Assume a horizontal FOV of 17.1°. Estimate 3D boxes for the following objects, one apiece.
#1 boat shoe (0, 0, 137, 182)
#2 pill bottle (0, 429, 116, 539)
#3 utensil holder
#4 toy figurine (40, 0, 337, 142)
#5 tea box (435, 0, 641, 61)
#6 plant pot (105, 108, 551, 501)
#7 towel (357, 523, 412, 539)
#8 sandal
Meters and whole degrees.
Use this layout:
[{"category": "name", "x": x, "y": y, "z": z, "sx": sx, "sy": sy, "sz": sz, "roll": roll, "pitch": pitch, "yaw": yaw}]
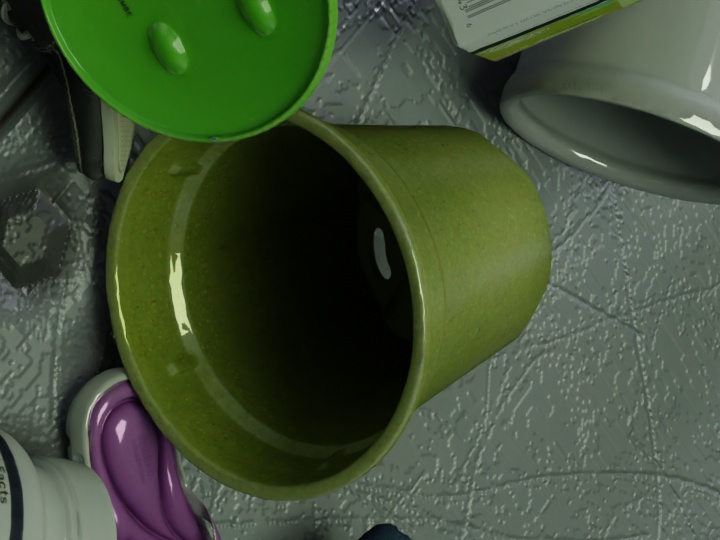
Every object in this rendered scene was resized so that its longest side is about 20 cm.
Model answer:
[{"category": "boat shoe", "x": -0.148, "y": -0.141, "z": 1.191, "sx": 0.072, "sy": 0.067, "sz": 0.201, "roll": -68, "pitch": 152, "yaw": -68}, {"category": "pill bottle", "x": -0.220, "y": 0.122, "z": 1.122, "sx": 0.199, "sy": 0.115, "sz": 0.117, "roll": 15, "pitch": 86, "yaw": -40}, {"category": "utensil holder", "x": 0.191, "y": -0.161, "z": 1.394, "sx": 0.170, "sy": 0.169, "sz": 0.201, "roll": 28, "pitch": 76, "yaw": -38}, {"category": "toy figurine", "x": -0.064, "y": -0.189, "z": 1.154, "sx": 0.201, "sy": 0.150, "sz": 0.184, "roll": 60, "pitch": 31, "yaw": -15}, {"category": "tea box", "x": 0.081, "y": -0.225, "z": 1.223, "sx": 0.197, "sy": 0.133, "sz": 0.201, "roll": -13, "pitch": 81, "yaw": -80}, {"category": "plant pot", "x": 0.000, "y": 0.000, "z": 1.253, "sx": 0.184, "sy": 0.199, "sz": 0.202, "roll": -17, "pitch": 107, "yaw": -54}, {"category": "towel", "x": -0.040, "y": 0.230, "z": 1.311, "sx": 0.200, "sy": 0.048, "sz": 0.112, "roll": -42, "pitch": 147, "yaw": -25}, {"category": "sandal", "x": -0.103, "y": 0.149, "z": 1.265, "sx": 0.082, "sy": 0.050, "sz": 0.204, "roll": -35, "pitch": 118, "yaw": -30}]
